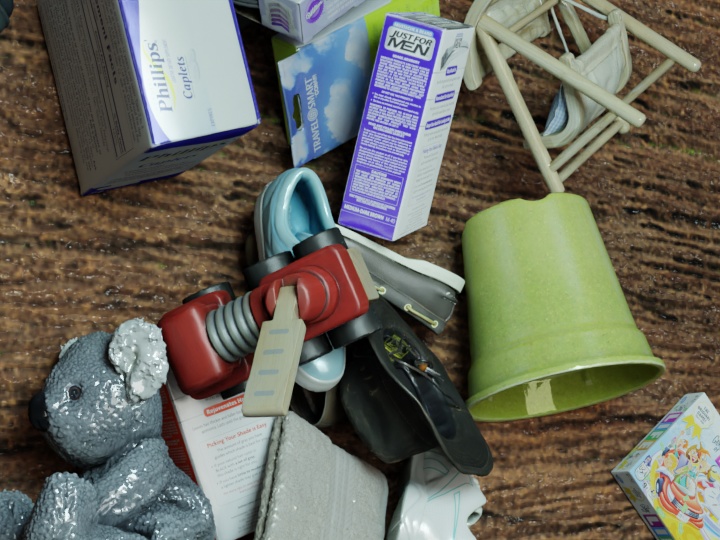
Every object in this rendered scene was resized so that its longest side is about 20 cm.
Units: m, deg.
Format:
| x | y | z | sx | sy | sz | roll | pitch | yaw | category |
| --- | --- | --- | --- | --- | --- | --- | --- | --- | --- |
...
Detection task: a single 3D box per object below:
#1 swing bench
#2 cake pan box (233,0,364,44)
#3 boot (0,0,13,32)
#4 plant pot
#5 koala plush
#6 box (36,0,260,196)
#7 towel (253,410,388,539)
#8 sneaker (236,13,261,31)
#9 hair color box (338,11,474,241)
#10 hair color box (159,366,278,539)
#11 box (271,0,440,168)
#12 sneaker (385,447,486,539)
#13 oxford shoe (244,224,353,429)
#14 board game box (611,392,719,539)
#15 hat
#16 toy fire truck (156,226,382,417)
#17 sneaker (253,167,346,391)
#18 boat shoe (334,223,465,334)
| x | y | z | sx | sy | sz | roll | pitch | yaw | category |
| --- | --- | --- | --- | --- | --- | --- | --- | --- | --- |
| 0.207 | -0.216 | 1.514 | 0.200 | 0.130 | 0.199 | 49 | 38 | 2 | swing bench |
| -0.063 | -0.302 | 1.406 | 0.200 | 0.184 | 0.053 | -41 | 143 | -30 | cake pan box |
| -0.330 | -0.330 | 1.329 | 0.200 | 0.076 | 0.168 | 47 | 68 | -6 | boot |
| 0.178 | 0.032 | 1.480 | 0.199 | 0.200 | 0.186 | -3 | 72 | -27 | plant pot |
| -0.211 | 0.145 | 1.267 | 0.183 | 0.177 | 0.202 | 4 | 75 | -30 | koala plush |
| -0.187 | -0.180 | 1.308 | 0.104 | 0.200 | 0.185 | -13 | 87 | -28 | box |
| -0.035 | 0.228 | 1.314 | 0.132 | 0.034 | 0.201 | 38 | 40 | -30 | towel |
| -0.045 | -0.261 | 1.465 | 0.199 | 0.075 | 0.080 | -25 | 112 | -17 | sneaker |
| 0.043 | -0.137 | 1.423 | 0.064 | 0.109 | 0.202 | 19 | 105 | 15 | hair color box |
| -0.126 | 0.136 | 1.366 | 0.101 | 0.061 | 0.202 | -18 | 91 | -28 | hair color box |
| -0.006 | -0.195 | 1.458 | 0.199 | 0.048 | 0.123 | -31 | 132 | -28 | box |
| 0.075 | 0.202 | 1.411 | 0.080 | 0.071 | 0.201 | 18 | 35 | -2 | sneaker |
| -0.060 | 0.050 | 1.393 | 0.084 | 0.072 | 0.201 | -25 | 91 | -60 | oxford shoe |
| 0.369 | 0.251 | 1.615 | 0.134 | 0.034 | 0.201 | -40 | 100 | -27 | board game box |
| 0.031 | 0.118 | 1.366 | 0.081 | 0.201 | 0.201 | -35 | 100 | 11 | hat |
| -0.086 | 0.058 | 1.224 | 0.130 | 0.175 | 0.200 | 67 | 18 | 4 | toy fire truck |
| -0.049 | 0.004 | 1.339 | 0.073 | 0.082 | 0.202 | -8 | 75 | -25 | sneaker |
| 0.000 | 0.000 | 1.444 | 0.200 | 0.072 | 0.061 | 22 | 86 | -11 | boat shoe |
